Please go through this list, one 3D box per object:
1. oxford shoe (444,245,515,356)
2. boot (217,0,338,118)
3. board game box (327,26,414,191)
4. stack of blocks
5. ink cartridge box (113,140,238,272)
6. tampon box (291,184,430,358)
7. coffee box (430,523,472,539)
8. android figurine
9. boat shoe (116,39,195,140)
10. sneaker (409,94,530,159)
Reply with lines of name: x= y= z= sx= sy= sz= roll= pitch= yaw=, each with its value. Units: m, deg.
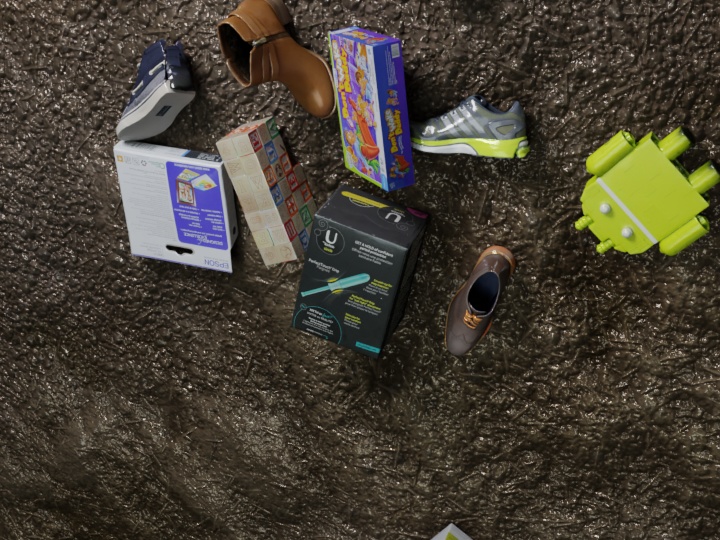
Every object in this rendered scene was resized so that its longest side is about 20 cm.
oxford shoe: x=0.168 y=0.058 z=1.477 sx=0.071 sy=0.073 sz=0.201 roll=24 pitch=123 yaw=8
boot: x=-0.114 y=-0.282 z=1.362 sx=0.076 sy=0.155 sz=0.201 roll=-16 pitch=109 yaw=28
board game box: x=0.015 y=-0.226 z=1.360 sx=0.134 sy=0.044 sz=0.201 roll=36 pitch=139 yaw=56
stack of blocks: x=-0.132 y=-0.124 z=1.478 sx=0.058 sy=0.115 sz=0.201 roll=-11 pitch=111 yaw=26
ink cartridge box: x=-0.297 y=-0.104 z=1.597 sx=0.197 sy=0.043 sz=0.201 roll=11 pitch=124 yaw=17
tampon box: x=0.000 y=0.000 z=1.483 sx=0.149 sy=0.126 sz=0.201 roll=21 pitch=121 yaw=10
coffee box: x=0.151 y=0.609 z=1.702 sx=0.200 sy=0.198 sz=0.200 roll=39 pitch=124 yaw=-1
android figurine: x=0.383 y=-0.100 z=1.327 sx=0.182 sy=0.041 sz=0.200 roll=47 pitch=122 yaw=-7
boat shoe: x=-0.321 y=-0.277 z=1.512 sx=0.199 sy=0.074 sz=0.093 roll=-26 pitch=72 yaw=44
sneaker: x=0.140 y=-0.204 z=1.362 sx=0.198 sy=0.074 sz=0.082 roll=6 pitch=105 yaw=16
